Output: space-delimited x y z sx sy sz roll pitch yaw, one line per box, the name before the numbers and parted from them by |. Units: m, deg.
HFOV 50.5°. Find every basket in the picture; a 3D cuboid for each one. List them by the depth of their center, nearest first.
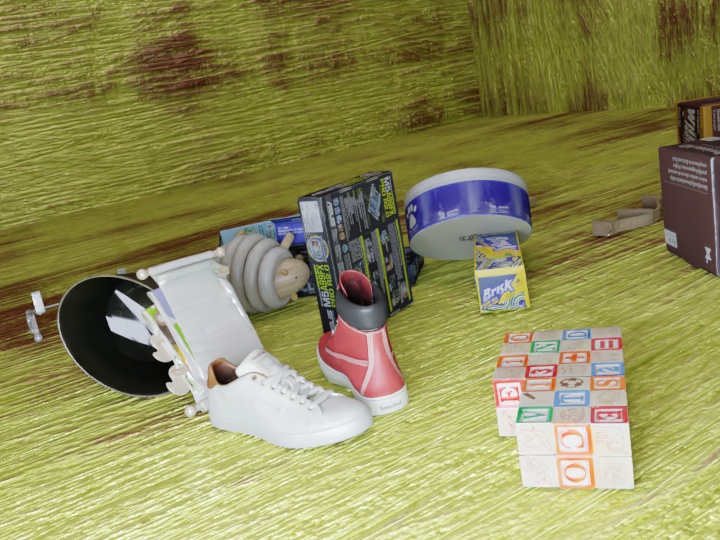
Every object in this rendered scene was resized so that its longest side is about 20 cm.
basket | -0.285 0.069 1.025 0.136 0.180 0.200 -55 4 6

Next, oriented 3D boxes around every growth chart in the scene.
growth chart | -0.190 0.068 0.918 0.145 0.200 0.018 -13 -20 -39

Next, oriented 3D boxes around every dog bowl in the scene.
dog bowl | 0.172 -0.086 1.226 0.200 0.079 0.200 -4 -20 -1

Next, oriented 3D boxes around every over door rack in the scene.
over door rack | -0.471 0.063 1.267 0.148 0.067 0.200 -18 -4 -29

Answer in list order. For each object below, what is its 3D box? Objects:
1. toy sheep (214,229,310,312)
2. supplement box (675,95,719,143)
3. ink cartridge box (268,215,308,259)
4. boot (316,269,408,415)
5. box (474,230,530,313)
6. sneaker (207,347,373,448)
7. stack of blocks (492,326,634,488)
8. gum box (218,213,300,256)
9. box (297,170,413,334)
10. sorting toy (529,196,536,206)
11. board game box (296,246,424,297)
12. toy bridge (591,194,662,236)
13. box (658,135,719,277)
toy sheep | -0.172 0.002 1.209 0.200 0.138 0.138 2 18 25
supplement box | 0.872 -0.339 1.791 0.197 0.133 0.200 -8 14 7
ink cartridge box | -0.077 -0.055 1.295 0.099 0.039 0.200 -6 -10 14
boot | -0.009 0.060 0.858 0.072 0.144 0.200 -16 15 -17
box | 0.202 -0.002 1.108 0.070 0.064 0.200 -7 14 10
sneaker | -0.082 0.126 0.779 0.200 0.085 0.073 1 16 30
stack of blocks | 0.180 0.116 0.688 0.115 0.059 0.200 -5 16 18
gum box | -0.164 -0.050 1.434 0.200 0.045 0.170 -14 -12 -16
box | -0.002 -0.023 1.052 0.044 0.200 0.160 2 20 38
sorting toy | 0.242 -0.162 1.668 0.199 0.070 0.200 -16 16 -21
board game box | 0.000 0.000 1.287 0.200 0.035 0.136 -7 15 13
toy bridge | 0.485 -0.096 1.344 0.200 0.027 0.067 -23 21 -40
box | 0.548 -0.103 1.059 0.200 0.164 0.166 -10 15 0
